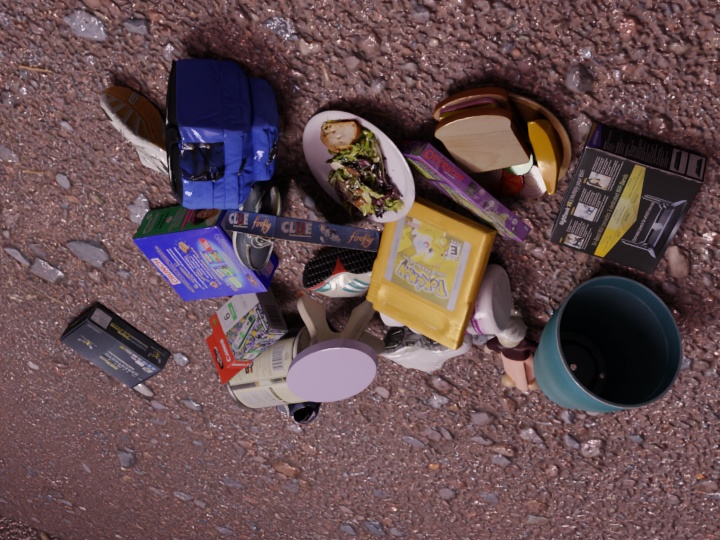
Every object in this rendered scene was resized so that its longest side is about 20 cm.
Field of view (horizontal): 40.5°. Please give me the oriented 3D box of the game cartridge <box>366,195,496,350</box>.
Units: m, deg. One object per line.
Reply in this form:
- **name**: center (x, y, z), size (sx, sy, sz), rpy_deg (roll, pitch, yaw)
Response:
- **game cartridge**: center (0.102, -0.001, 1.493), size (0.176, 0.032, 0.201), rpy_deg (26, 115, 26)

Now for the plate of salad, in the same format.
- **plate of salad**: center (-0.009, -0.146, 1.445), size (0.199, 0.048, 0.201), rpy_deg (25, 143, 21)

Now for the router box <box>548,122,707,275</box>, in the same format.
- **router box**: center (0.361, -0.094, 1.340), size (0.156, 0.052, 0.201), rpy_deg (19, 143, 7)

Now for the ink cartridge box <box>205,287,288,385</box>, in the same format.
- **ink cartridge box**: center (-0.229, 0.118, 1.809), size (0.200, 0.109, 0.050), rpy_deg (-41, 152, 30)

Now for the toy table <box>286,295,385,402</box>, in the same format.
- **toy table**: center (-0.043, 0.134, 1.689), size (0.199, 0.118, 0.184), rpy_deg (-23, 130, 37)

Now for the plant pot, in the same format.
- **plant pot**: center (0.360, 0.132, 1.514), size (0.199, 0.201, 0.188), rpy_deg (25, 157, -3)

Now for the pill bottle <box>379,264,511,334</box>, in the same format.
- **pill bottle**: center (0.134, 0.048, 1.578), size (0.199, 0.113, 0.113), rpy_deg (-2, 137, 26)

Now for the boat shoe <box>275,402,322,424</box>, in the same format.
- **boat shoe**: center (-0.135, 0.278, 2.017), size (0.074, 0.093, 0.200), rpy_deg (32, 142, -12)

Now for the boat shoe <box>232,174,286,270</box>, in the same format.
- **boat shoe**: center (-0.159, -0.075, 1.591), size (0.062, 0.075, 0.201), rpy_deg (38, 132, 32)

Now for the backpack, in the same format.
- **backpack**: center (-0.206, -0.182, 1.437), size (0.167, 0.163, 0.201), rpy_deg (5, 142, -9)

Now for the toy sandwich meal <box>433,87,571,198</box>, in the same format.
- **toy sandwich meal**: center (0.190, -0.163, 1.330), size (0.204, 0.070, 0.206), rpy_deg (14, 142, 11)

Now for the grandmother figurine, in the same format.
- **grandmother figurine**: center (0.265, 0.139, 1.650), size (0.120, 0.061, 0.200), rpy_deg (-4, 147, 18)

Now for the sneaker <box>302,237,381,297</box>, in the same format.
- **sneaker**: center (0.000, 0.000, 1.646), size (0.199, 0.071, 0.093), rpy_deg (-18, 149, 35)

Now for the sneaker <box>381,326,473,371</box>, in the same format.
- **sneaker**: center (0.132, 0.136, 1.734), size (0.199, 0.078, 0.099), rpy_deg (-9, 140, 47)

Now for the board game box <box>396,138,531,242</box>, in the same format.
- **board game box**: center (0.144, -0.115, 1.395), size (0.200, 0.032, 0.120), rpy_deg (37, -177, -19)

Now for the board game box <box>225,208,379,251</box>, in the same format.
- **board game box**: center (-0.088, -0.062, 1.505), size (0.199, 0.035, 0.135), rpy_deg (7, -177, -40)

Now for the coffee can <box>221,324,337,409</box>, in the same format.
- **coffee can**: center (-0.145, 0.183, 1.862), size (0.199, 0.147, 0.147), rpy_deg (-13, 131, 38)

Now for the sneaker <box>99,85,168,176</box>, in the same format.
- **sneaker**: center (-0.340, -0.204, 1.551), size (0.200, 0.076, 0.087), rpy_deg (41, 141, -20)

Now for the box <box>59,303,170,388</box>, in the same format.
- **box**: center (-0.535, 0.167, 2.124), size (0.200, 0.051, 0.157), rpy_deg (39, 141, -21)

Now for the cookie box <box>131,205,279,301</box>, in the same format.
- **cookie box**: center (-0.272, -0.035, 1.721), size (0.199, 0.075, 0.171), rpy_deg (-7, 135, 32)
